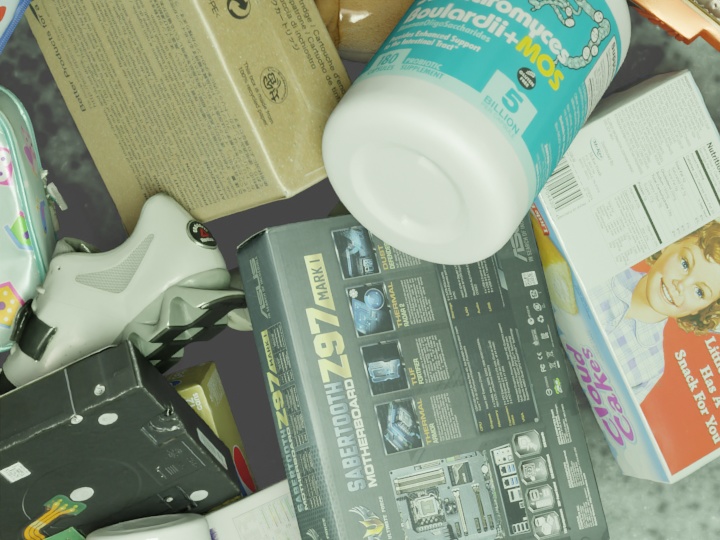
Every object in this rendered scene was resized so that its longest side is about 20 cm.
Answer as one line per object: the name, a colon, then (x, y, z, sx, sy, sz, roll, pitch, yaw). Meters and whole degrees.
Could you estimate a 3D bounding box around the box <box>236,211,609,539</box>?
box: (0.033, 0.065, 1.222, 0.157, 0.051, 0.201, -11, 81, -27)

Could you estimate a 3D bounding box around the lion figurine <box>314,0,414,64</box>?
lion figurine: (0.011, -0.139, 1.300, 0.199, 0.072, 0.123, 5, 91, -13)

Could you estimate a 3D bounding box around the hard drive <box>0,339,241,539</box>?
hard drive: (-0.181, 0.119, 1.258, 0.199, 0.140, 0.038, -26, 54, 8)

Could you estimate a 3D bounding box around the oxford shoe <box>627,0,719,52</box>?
oxford shoe: (0.234, -0.134, 1.283, 0.199, 0.071, 0.073, 33, 95, -3)

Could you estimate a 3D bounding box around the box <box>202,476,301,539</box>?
box: (-0.034, 0.190, 1.278, 0.199, 0.036, 0.145, -25, 86, 20)

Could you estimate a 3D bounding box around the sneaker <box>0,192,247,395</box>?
sneaker: (-0.155, 0.033, 1.274, 0.200, 0.074, 0.089, -36, 74, 19)

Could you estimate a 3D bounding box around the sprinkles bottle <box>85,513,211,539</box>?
sprinkles bottle: (-0.100, 0.235, 1.249, 0.068, 0.068, 0.202, -9, 92, 4)

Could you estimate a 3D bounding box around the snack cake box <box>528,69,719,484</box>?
snack cake box: (0.165, 0.003, 1.294, 0.115, 0.067, 0.201, -28, 99, -17)

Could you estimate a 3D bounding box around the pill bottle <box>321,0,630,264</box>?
pill bottle: (0.070, -0.106, 1.208, 0.110, 0.200, 0.111, 22, 144, 17)

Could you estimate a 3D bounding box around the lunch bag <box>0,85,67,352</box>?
lunch bag: (-0.268, -0.024, 1.321, 0.199, 0.077, 0.162, -11, 98, 4)

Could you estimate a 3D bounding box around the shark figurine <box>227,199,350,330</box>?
shark figurine: (0.018, 0.001, 1.293, 0.213, 0.128, 0.090, 4, 91, 1)

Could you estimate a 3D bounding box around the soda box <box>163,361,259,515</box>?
soda box: (-0.088, 0.160, 1.353, 0.067, 0.064, 0.201, -17, 99, 7)

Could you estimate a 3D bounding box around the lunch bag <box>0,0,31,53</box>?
lunch bag: (-0.268, -0.173, 1.257, 0.200, 0.075, 0.161, 42, 112, 29)

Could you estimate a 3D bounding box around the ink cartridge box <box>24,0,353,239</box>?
ink cartridge box: (-0.099, -0.128, 1.251, 0.075, 0.164, 0.201, -31, 101, -34)
